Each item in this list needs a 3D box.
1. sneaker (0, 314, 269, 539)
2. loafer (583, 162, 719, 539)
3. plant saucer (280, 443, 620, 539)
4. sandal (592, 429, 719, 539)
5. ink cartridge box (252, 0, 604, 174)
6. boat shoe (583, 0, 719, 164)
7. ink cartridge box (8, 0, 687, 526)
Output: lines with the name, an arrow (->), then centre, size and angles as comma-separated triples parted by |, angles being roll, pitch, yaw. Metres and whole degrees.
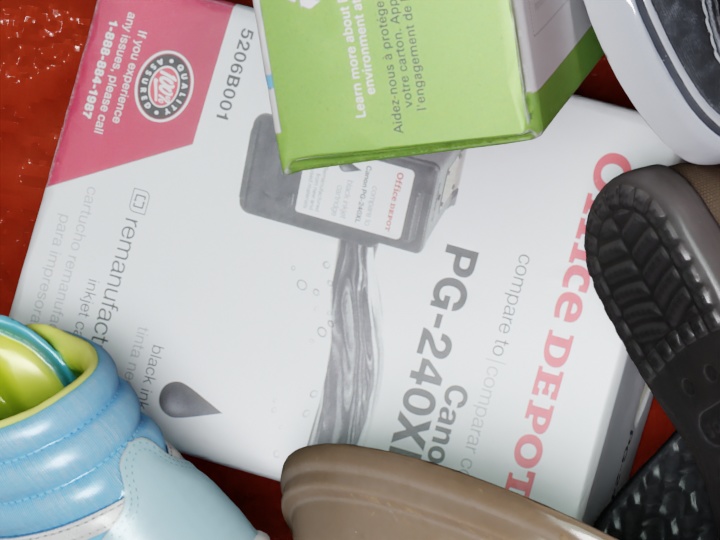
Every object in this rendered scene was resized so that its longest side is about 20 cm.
sneaker -> -0.112, 0.082, 0.919 | 0.200, 0.080, 0.131 | -28, 101, 47
loafer -> 0.142, 0.052, 0.869 | 0.071, 0.073, 0.201 | -24, 89, -30
plant saucer -> 0.060, 0.113, 0.873 | 0.199, 0.200, 0.030 | 25, 72, 11
sandal -> 0.144, 0.043, 0.933 | 0.200, 0.045, 0.075 | -43, 86, -14
ink cartridge box -> 0.012, -0.144, 0.817 | 0.075, 0.148, 0.201 | -7, 103, 15
boat shoe -> 0.100, -0.130, 0.819 | 0.068, 0.072, 0.201 | -5, 96, 41
ink cartridge box -> 0.000, 0.000, 0.951 | 0.199, 0.083, 0.146 | 15, 87, 11
